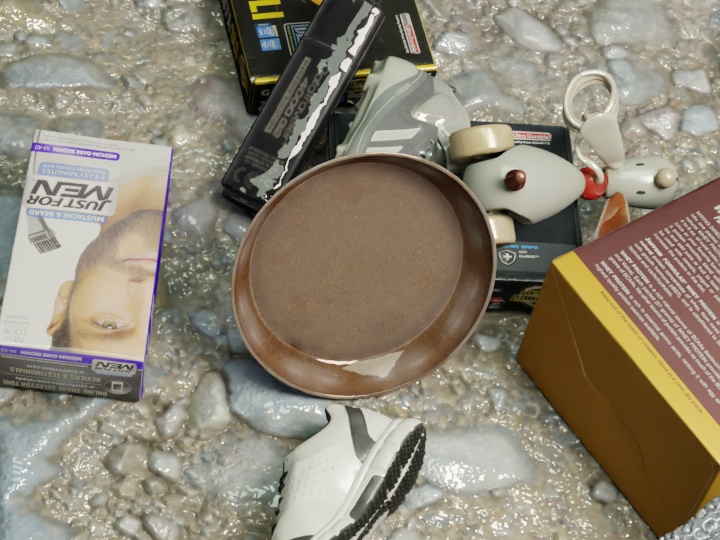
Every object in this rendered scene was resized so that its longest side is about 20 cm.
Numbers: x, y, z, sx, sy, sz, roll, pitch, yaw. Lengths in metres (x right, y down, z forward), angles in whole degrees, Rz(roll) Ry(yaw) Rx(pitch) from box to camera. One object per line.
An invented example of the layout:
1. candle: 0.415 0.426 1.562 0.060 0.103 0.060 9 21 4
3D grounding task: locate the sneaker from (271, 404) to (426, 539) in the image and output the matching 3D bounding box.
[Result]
1. sneaker: -0.031 0.174 1.347 0.080 0.074 0.200 20 49 22

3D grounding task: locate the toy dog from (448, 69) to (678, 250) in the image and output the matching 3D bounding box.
1. toy dog: 0.158 -0.072 1.456 0.200 0.096 0.132 -26 96 -21

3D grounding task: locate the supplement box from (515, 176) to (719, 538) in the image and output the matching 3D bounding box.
1. supplement box: 0.263 0.061 1.428 0.200 0.133 0.197 -26 63 -24

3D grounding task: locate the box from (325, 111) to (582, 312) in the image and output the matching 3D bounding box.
1. box: 0.072 -0.046 1.523 0.200 0.046 0.159 4 55 -7

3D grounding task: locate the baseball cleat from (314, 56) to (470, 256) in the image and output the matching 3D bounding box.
1. baseball cleat: 0.028 -0.082 1.471 0.106 0.070 0.200 21 58 -1

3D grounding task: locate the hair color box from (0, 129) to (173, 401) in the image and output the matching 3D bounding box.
1. hair color box: -0.205 -0.006 1.438 0.109 0.065 0.200 7 56 -6

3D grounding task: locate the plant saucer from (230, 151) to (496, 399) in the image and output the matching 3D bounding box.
1. plant saucer: 0.000 0.000 1.407 0.200 0.201 0.034 -6 27 -14

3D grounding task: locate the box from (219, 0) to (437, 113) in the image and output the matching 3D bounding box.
1. box: -0.036 -0.228 1.632 0.159 0.049 0.200 -7 57 -12

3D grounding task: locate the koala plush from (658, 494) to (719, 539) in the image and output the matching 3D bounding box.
1. koala plush: 0.265 0.273 1.241 0.184 0.178 0.200 -30 48 -18

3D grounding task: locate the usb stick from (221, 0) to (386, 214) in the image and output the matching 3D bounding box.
1. usb stick: -0.045 -0.136 1.531 0.055 0.033 0.200 26 79 12
